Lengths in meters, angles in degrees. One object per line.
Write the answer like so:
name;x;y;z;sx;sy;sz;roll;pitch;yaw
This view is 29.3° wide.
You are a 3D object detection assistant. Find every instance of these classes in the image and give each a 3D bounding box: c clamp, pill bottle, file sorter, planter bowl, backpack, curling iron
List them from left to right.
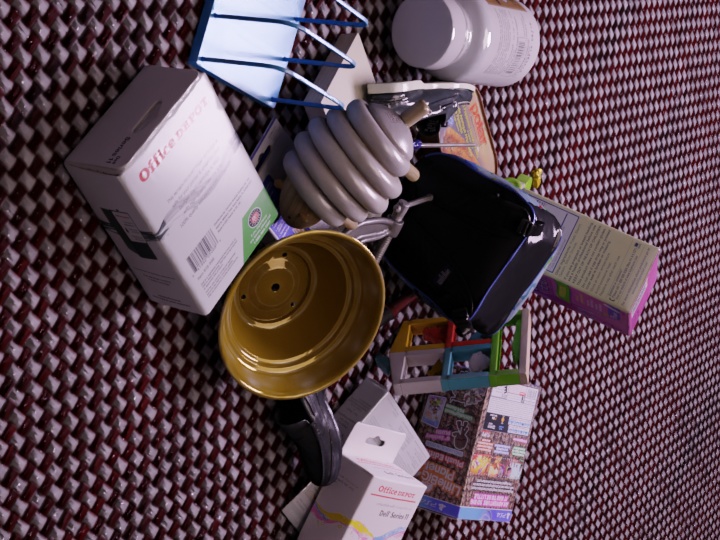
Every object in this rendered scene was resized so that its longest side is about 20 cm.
planter bowl;-0.078;0.033;1.500;0.199;0.083;0.202;-14;121;-24
file sorter;-0.066;-0.279;1.419;0.138;0.122;0.202;23;81;-55
c clamp;0.000;0.000;1.617;0.170;0.027;0.201;-8;134;-57
curling iron;0.038;0.047;1.745;0.200;0.026;0.050;-31;164;-43
pill bottle;0.129;-0.290;1.703;0.199;0.114;0.115;-6;104;-55
backpack;0.132;-0.035;1.703;0.184;0.200;0.147;-57;147;7

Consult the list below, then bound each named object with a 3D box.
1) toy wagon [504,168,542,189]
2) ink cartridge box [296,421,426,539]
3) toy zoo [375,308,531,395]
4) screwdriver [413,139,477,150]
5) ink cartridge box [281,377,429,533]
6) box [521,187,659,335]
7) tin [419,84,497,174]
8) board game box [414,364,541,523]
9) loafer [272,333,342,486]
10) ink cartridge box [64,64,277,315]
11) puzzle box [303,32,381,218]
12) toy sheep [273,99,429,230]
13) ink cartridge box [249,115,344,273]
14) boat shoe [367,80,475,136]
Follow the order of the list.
toy wagon;0.192;-0.064;1.893;0.201;0.039;0.156;-59;163;-28
ink cartridge box;0.004;0.296;1.691;0.117;0.067;0.201;20;97;-49
toy zoo;0.115;0.104;1.743;0.132;0.198;0.021;-77;156;-53
screwdriver;0.079;-0.154;1.672;0.199;0.029;0.028;-12;138;-51
ink cartridge box;-0.013;0.258;1.741;0.200;0.047;0.160;-46;137;-15
box;0.292;-0.008;1.856;0.097;0.199;0.176;-62;165;-6
tin;0.130;-0.159;1.814;0.112;0.042;0.201;-48;136;-31
board game box;0.155;0.240;1.914;0.159;0.096;0.202;19;84;-56
loafer;-0.070;0.167;1.599;0.070;0.068;0.202;-29;120;-35
ink cartridge box;-0.180;-0.079;1.346;0.147;0.083;0.201;-55;140;-29
puzzle box;-0.005;-0.156;1.603;0.134;0.025;0.201;-66;146;-42
toy sheep;-0.007;-0.116;1.475;0.200;0.138;0.138;-41;144;8
ink cartridge box;-0.084;-0.075;1.531;0.095;0.037;0.200;-62;145;-22
boat shoe;0.076;-0.194;1.655;0.199;0.074;0.067;-12;102;-60
